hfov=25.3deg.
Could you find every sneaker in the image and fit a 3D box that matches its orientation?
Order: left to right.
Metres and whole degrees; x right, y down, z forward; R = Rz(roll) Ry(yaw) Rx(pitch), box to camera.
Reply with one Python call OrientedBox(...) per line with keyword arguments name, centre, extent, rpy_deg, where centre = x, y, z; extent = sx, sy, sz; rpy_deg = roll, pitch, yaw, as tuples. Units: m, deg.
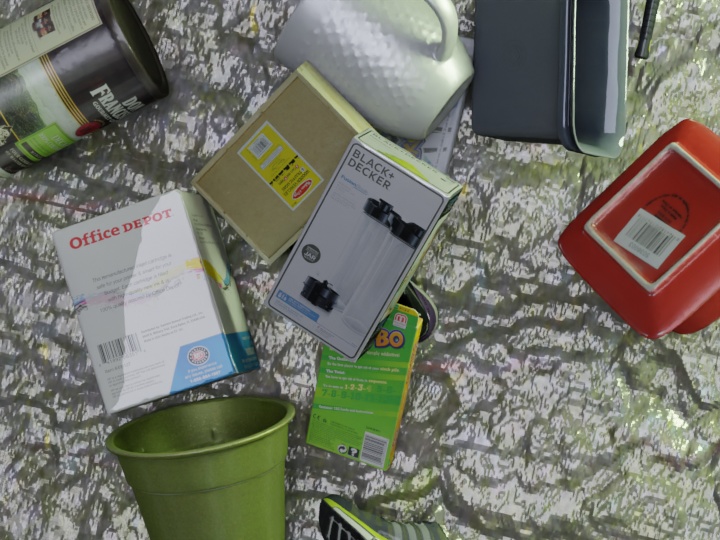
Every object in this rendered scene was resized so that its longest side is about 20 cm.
OrientedBox(name="sneaker", centre=(0.000, 0.000, 1.702), extent=(0.200, 0.088, 0.076), rpy_deg=(38, 93, 6))
OrientedBox(name="sneaker", centre=(0.042, 0.295, 1.705), extent=(0.199, 0.081, 0.074), rpy_deg=(31, 133, 21))

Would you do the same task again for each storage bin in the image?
OrientedBox(name="storage bin", centre=(0.197, -0.218, 1.671), extent=(0.134, 0.145, 0.201), rpy_deg=(2, 90, 34))

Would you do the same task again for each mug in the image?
OrientedBox(name="mug", centre=(0.031, -0.235, 1.631), extent=(0.175, 0.200, 0.148), rpy_deg=(39, 57, 5))

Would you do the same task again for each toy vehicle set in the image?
OrientedBox(name="toy vehicle set", centre=(-0.075, -0.108, 1.660), extent=(0.124, 0.027, 0.200), rpy_deg=(46, 126, -3))

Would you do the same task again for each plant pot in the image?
OrientedBox(name="plant pot", centre=(-0.152, 0.250, 1.682), extent=(0.199, 0.200, 0.191), rpy_deg=(-8, 101, 6))

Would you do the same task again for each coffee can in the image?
OrientedBox(name="coffee can", centre=(-0.326, -0.208, 1.716), extent=(0.199, 0.146, 0.147), rpy_deg=(-26, 86, 6))

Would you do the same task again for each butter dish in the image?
OrientedBox(name="butter dish", centre=(0.338, -0.018, 1.643), extent=(0.199, 0.148, 0.200), rpy_deg=(-43, 43, 4))

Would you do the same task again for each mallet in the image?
OrientedBox(name="mallet", centre=(0.315, -0.324, 1.683), extent=(0.041, 0.066, 0.201), rpy_deg=(11, 91, 8))

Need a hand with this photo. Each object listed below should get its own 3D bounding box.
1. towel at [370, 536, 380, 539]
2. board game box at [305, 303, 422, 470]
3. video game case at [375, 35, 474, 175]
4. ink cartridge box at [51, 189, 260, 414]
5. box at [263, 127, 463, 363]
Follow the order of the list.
OrientedBox(name="towel", centre=(0.031, 0.398, 1.679), extent=(0.200, 0.032, 0.191), rpy_deg=(43, 125, 6))
OrientedBox(name="board game box", centre=(0.004, 0.110, 1.683), extent=(0.095, 0.030, 0.201), rpy_deg=(18, 122, 13))
OrientedBox(name="video game case", centre=(0.018, -0.172, 1.736), extent=(0.181, 0.022, 0.201), rpy_deg=(14, 91, 7))
OrientedBox(name="ink cartridge box", centre=(-0.212, 0.032, 1.697), extent=(0.146, 0.145, 0.201), rpy_deg=(-17, 87, 7))
OrientedBox(name="box", centre=(0.001, -0.025, 1.587), extent=(0.116, 0.060, 0.201), rpy_deg=(33, 110, 7))
